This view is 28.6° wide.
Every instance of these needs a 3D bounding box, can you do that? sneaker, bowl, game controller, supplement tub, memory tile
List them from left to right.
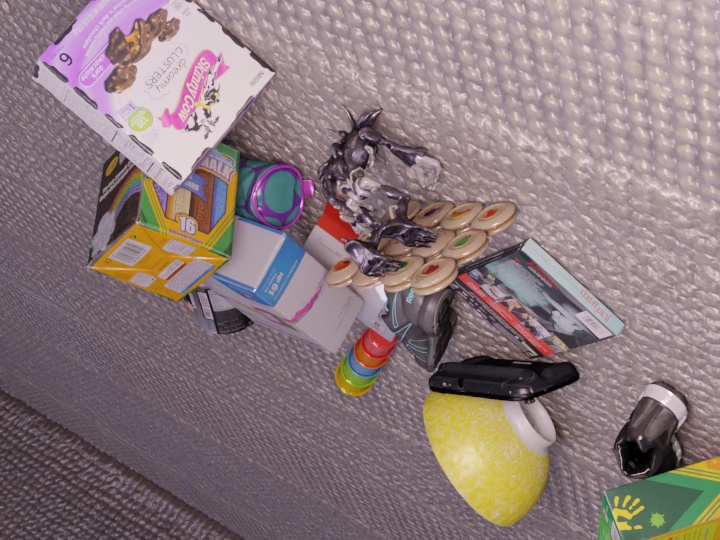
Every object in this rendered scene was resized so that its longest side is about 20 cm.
[{"bbox_3d":[-0.198,-0.004,1.972,0.122,0.123,0.200,31,156,18],"label":"supplement tub"},{"bbox_3d":[0.061,-0.028,1.484,0.200,0.153,0.017,2,127,53],"label":"memory tile"},{"bbox_3d":[0.071,0.058,1.725,0.079,0.076,0.200,21,155,14],"label":"sneaker"},{"bbox_3d":[0.171,0.130,1.704,0.200,0.104,0.042,1,96,58],"label":"game controller"},{"bbox_3d":[0.183,0.212,1.798,0.108,0.200,0.200,-36,111,23],"label":"bowl"},{"bbox_3d":[0.323,0.206,1.619,0.066,0.091,0.200,32,158,23],"label":"sneaker"}]

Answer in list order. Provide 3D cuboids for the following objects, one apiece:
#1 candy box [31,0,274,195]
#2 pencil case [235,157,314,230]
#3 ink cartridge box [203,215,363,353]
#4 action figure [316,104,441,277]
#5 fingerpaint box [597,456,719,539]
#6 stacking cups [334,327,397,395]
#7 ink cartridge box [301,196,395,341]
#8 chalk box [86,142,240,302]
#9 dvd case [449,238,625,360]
[{"bbox_3d":[-0.223,-0.212,1.536,0.200,0.168,0.072,40,160,-7],"label":"candy box"},{"bbox_3d":[-0.154,-0.104,1.755,0.200,0.092,0.085,15,112,48],"label":"pencil case"},{"bbox_3d":[-0.110,0.013,1.739,0.144,0.085,0.200,19,168,37],"label":"ink cartridge box"},{"bbox_3d":[0.017,-0.083,1.475,0.102,0.200,0.119,24,125,-35],"label":"action figure"},{"bbox_3d":[0.364,0.296,1.633,0.200,0.166,0.074,78,175,-59],"label":"fingerpaint box"},{"bbox_3d":[0.007,0.122,1.985,0.060,0.061,0.200,36,158,4],"label":"stacking cups"},{"bbox_3d":[0.000,0.000,1.776,0.162,0.057,0.200,36,163,6],"label":"ink cartridge box"},{"bbox_3d":[-0.223,-0.090,1.636,0.124,0.201,0.125,24,142,-28],"label":"chalk box"},{"bbox_3d":[0.191,0.036,1.585,0.146,0.022,0.200,41,159,-9],"label":"dvd case"}]
